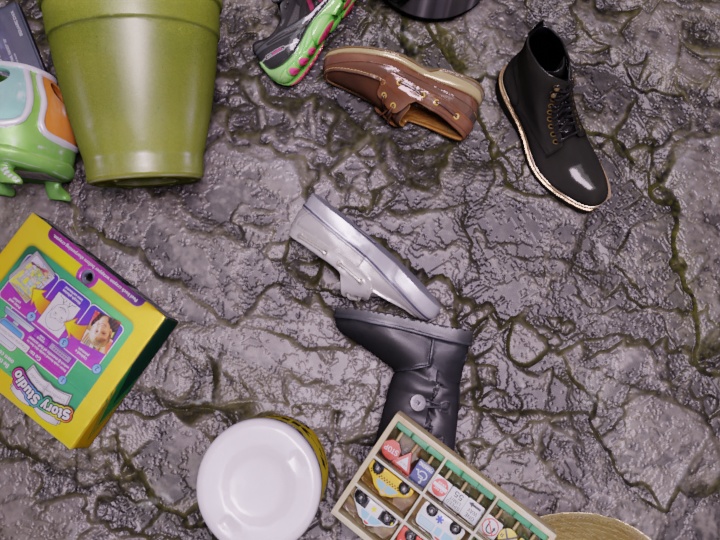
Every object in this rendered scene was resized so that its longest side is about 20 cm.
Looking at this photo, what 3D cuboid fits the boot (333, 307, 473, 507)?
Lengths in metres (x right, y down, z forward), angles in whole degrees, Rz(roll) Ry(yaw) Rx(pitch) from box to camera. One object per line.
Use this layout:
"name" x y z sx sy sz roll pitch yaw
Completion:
"boot" 0.031 0.152 0.820 0.161 0.066 0.205 11 88 9

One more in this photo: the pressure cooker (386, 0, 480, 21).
"pressure cooker" 0.090 -0.408 0.839 0.171 0.200 0.184 2 81 -2

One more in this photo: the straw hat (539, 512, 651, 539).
"straw hat" 0.234 0.345 0.770 0.196 0.085 0.207 -3 81 17

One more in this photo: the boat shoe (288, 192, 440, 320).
"boat shoe" 0.000 0.000 0.841 0.199 0.071 0.070 40 98 6

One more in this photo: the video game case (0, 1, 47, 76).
"video game case" -0.481 -0.222 0.896 0.196 0.019 0.145 -25 82 -5

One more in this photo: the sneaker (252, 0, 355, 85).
"sneaker" -0.060 -0.322 0.886 0.083 0.077 0.202 34 81 1

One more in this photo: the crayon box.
"crayon box" -0.337 0.067 0.828 0.198 0.058 0.174 36 83 6

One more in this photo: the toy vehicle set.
"toy vehicle set" 0.083 0.256 0.757 0.198 0.026 0.126 35 93 10

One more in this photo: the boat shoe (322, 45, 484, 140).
"boat shoe" 0.046 -0.208 0.870 0.195 0.072 0.069 16 79 0

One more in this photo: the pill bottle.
"pill bottle" -0.089 0.203 0.735 0.111 0.200 0.118 0 81 0

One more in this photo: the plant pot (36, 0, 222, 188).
"plant pot" -0.244 -0.194 0.817 0.195 0.200 0.198 -4 92 -1

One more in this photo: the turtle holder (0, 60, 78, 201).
"turtle holder" -0.404 -0.157 0.831 0.182 0.140 0.135 5 86 32

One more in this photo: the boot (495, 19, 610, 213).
"boot" 0.226 -0.167 0.831 0.077 0.138 0.202 -35 84 -6
